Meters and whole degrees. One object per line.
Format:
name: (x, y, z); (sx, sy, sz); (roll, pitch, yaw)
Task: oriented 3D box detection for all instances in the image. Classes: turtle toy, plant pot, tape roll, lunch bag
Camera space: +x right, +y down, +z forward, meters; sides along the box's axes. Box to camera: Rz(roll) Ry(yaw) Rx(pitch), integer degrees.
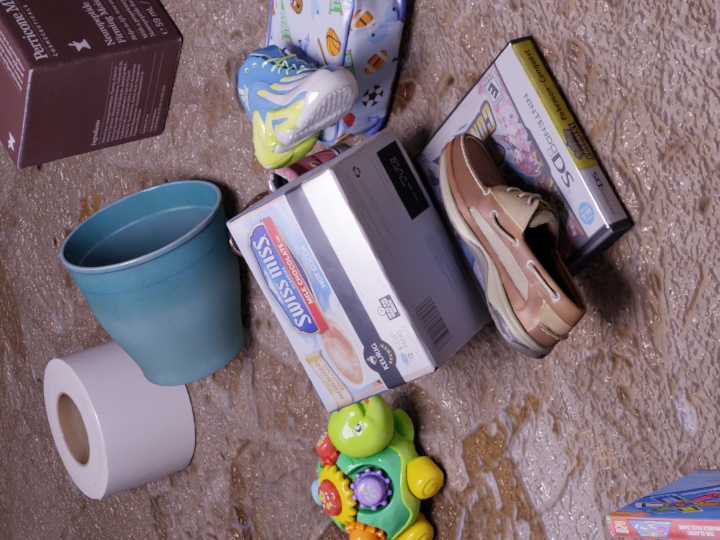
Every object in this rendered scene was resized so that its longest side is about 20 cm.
turtle toy: (0.007, 0.202, 1.504); (0.146, 0.100, 0.202); (42, 138, 40)
plant pot: (-0.226, 0.025, 1.719); (0.199, 0.199, 0.189); (20, 135, 53)
tape roll: (-0.336, 0.198, 2.017); (0.202, 0.138, 0.205); (32, 130, 48)
lunch bag: (-0.029, -0.233, 1.375); (0.161, 0.075, 0.201); (51, 144, 36)

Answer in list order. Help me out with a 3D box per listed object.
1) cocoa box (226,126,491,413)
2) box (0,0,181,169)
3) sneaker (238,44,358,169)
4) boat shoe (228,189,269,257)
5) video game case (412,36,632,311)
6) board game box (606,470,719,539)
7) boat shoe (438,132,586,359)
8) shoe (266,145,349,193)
cocoa box: (0.000, 0.000, 1.314); (0.131, 0.133, 0.201); (-24, 97, 34)
box: (-0.346, -0.253, 1.751); (0.166, 0.199, 0.165); (54, 144, 26)
sneaker: (-0.070, -0.165, 1.327); (0.106, 0.075, 0.200); (63, 154, 5)
boat shoe: (-0.109, -0.050, 1.592); (0.199, 0.071, 0.073); (-16, 91, 60)
video game case: (0.130, -0.069, 1.245); (0.182, 0.025, 0.200); (64, 148, 15)
board game box: (0.279, 0.169, 1.050); (0.199, 0.102, 0.020); (-13, 93, 59)
boat shoe: (0.129, -0.028, 1.185); (0.074, 0.075, 0.201); (-36, 62, 30)
shoe: (-0.013, -0.034, 1.428); (0.201, 0.090, 0.072); (57, 146, 24)
